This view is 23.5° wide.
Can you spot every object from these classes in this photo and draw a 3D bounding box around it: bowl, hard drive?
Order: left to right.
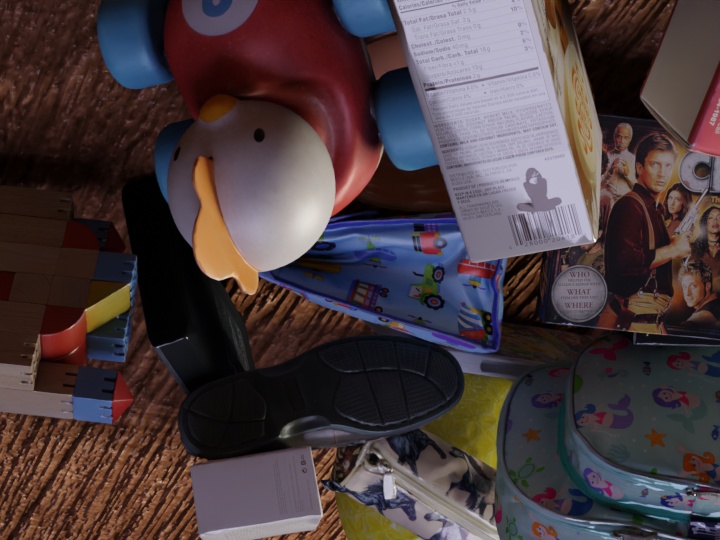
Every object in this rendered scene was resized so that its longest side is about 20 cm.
[{"bbox_3d":[-0.115,0.043,1.249,0.033,0.140,0.200,-18,145,4],"label":"hard drive"},{"bbox_3d":[0.052,0.130,1.407,0.199,0.200,0.108,-25,98,31],"label":"bowl"}]

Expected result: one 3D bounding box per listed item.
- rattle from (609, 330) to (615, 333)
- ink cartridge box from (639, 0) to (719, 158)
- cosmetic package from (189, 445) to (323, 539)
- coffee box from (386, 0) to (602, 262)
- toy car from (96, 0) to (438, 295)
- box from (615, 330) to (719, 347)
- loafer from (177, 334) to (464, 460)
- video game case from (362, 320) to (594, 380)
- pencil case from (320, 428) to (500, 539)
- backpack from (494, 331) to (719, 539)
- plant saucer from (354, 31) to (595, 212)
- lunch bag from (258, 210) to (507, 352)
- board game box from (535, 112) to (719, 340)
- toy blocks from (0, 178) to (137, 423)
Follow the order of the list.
[{"bbox_3d":[0.203,-0.014,1.289,0.200,0.143,0.130,39,104,-23],"label":"rattle"},{"bbox_3d":[0.287,-0.130,1.010,0.199,0.083,0.147,11,113,-20],"label":"ink cartridge box"},{"bbox_3d":[-0.072,0.158,1.196,0.082,0.051,0.200,-10,170,-5],"label":"cosmetic package"},{"bbox_3d":[0.078,-0.121,0.977,0.079,0.115,0.201,-9,125,16],"label":"coffee box"},{"bbox_3d":[-0.062,-0.077,0.976,0.183,0.200,0.178,-10,120,20],"label":"toy car"},{"bbox_3d":[0.275,-0.021,1.169,0.198,0.142,0.079,2,-175,-6],"label":"box"},{"bbox_3d":[-0.029,0.092,1.197,0.198,0.072,0.063,-9,162,-10],"label":"loafer"},{"bbox_3d":[0.112,0.060,1.322,0.199,0.018,0.143,10,-171,-18],"label":"video game case"},{"bbox_3d":[0.071,0.172,1.266,0.199,0.090,0.078,32,105,-9],"label":"pencil case"},{"bbox_3d":[0.190,0.135,1.194,0.198,0.178,0.151,1,131,10],"label":"backpack"},{"bbox_3d":[0.052,-0.108,1.124,0.198,0.038,0.201,-2,148,-1],"label":"plant saucer"},{"bbox_3d":[0.000,0.000,1.203,0.198,0.095,0.151,6,180,2],"label":"lunch bag"},{"bbox_3d":[0.219,-0.025,1.107,0.198,0.137,0.035,5,-173,-7],"label":"board game box"},{"bbox_3d":[-0.207,0.019,1.134,0.136,0.201,0.100,6,139,-2],"label":"toy blocks"}]
